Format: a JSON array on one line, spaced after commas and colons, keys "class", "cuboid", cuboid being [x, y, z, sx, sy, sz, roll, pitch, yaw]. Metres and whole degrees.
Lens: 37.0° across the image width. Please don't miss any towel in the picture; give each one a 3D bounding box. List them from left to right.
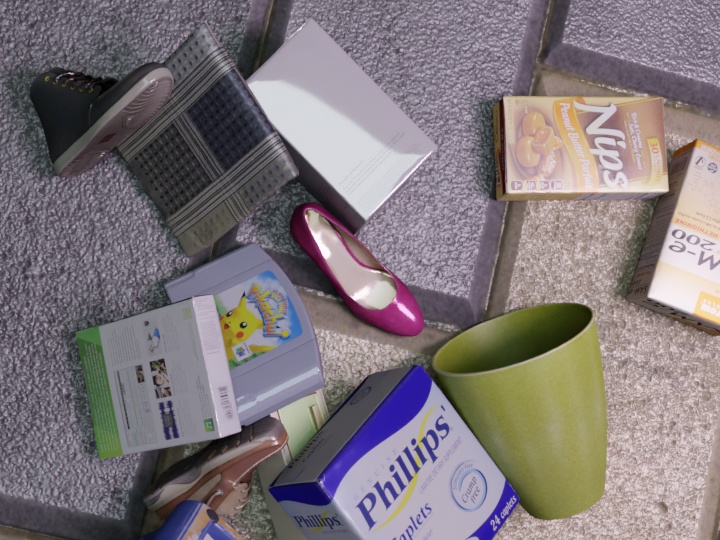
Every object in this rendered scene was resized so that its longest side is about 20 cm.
[{"class": "towel", "cuboid": [-0.177, -0.138, 1.183, 0.199, 0.034, 0.194, -32, 92, 35]}]

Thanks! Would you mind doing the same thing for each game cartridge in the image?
[{"class": "game cartridge", "cuboid": [-0.123, 0.063, 1.178, 0.132, 0.041, 0.201, -24, 58, -12]}]

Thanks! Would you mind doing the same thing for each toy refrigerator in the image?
[{"class": "toy refrigerator", "cuboid": [-0.059, 0.232, 1.184, 0.075, 0.070, 0.202, -14, 85, -38]}]

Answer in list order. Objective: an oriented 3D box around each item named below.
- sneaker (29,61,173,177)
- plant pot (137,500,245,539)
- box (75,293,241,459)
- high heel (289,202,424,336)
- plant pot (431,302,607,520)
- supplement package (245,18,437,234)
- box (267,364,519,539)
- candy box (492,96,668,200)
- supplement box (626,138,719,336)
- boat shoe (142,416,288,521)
[{"class": "sneaker", "cuboid": [-0.290, -0.192, 1.164, 0.199, 0.075, 0.107, -31, 84, 34]}, {"class": "plant pot", "cuboid": [-0.178, 0.361, 1.072, 0.200, 0.200, 0.180, 43, 106, -3]}, {"class": "box", "cuboid": [-0.219, 0.116, 1.143, 0.199, 0.036, 0.146, -15, 85, 36]}, {"class": "high heel", "cuboid": [0.000, 0.000, 1.214, 0.067, 0.096, 0.200, -42, 90, -9]}, {"class": "plant pot", "cuboid": [0.196, 0.165, 1.196, 0.185, 0.187, 0.202, -21, 102, -8]}, {"class": "supplement package", "cuboid": [-0.031, -0.158, 1.213, 0.200, 0.121, 0.120, 45, 81, -2]}, {"class": "box", "cuboid": [0.039, 0.237, 1.145, 0.201, 0.105, 0.184, 52, 57, -11]}, {"class": "candy box", "cuboid": [0.260, -0.144, 1.280, 0.198, 0.055, 0.117, -1, 85, -7]}, {"class": "supplement box", "cuboid": [0.412, -0.037, 1.279, 0.125, 0.074, 0.202, 20, 83, -4]}, {"class": "boat shoe", "cuboid": [-0.146, 0.222, 1.159, 0.199, 0.076, 0.072, -33, 100, 30]}]
